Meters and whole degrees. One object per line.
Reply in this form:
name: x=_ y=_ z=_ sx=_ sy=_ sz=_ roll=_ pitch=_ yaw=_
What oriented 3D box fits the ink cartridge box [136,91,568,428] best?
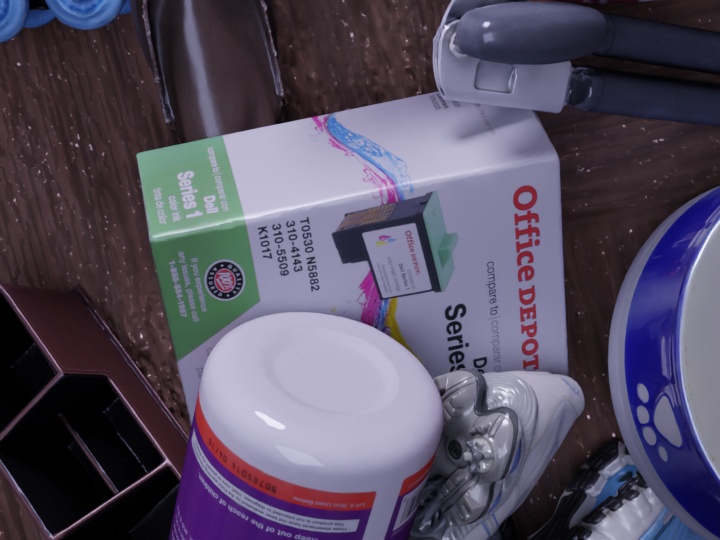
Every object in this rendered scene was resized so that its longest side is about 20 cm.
ink cartridge box: x=0.000 y=0.000 z=0.758 sx=0.199 sy=0.084 sz=0.145 roll=-12 pitch=126 yaw=-6

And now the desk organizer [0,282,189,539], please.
desk organizer: x=-0.146 y=0.102 z=0.825 sx=0.072 sy=0.077 sz=0.200 roll=-45 pitch=70 yaw=14

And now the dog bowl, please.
dog bowl: x=0.229 y=0.046 z=0.735 sx=0.199 sy=0.079 sz=0.201 roll=2 pitch=83 yaw=-14

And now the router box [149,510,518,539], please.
router box: x=-0.004 y=0.187 z=0.865 sx=0.199 sy=0.052 sz=0.158 roll=-13 pitch=99 yaw=13

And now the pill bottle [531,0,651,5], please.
pill bottle: x=0.156 y=-0.189 z=0.725 sx=0.199 sy=0.114 sz=0.115 roll=-2 pitch=101 yaw=11

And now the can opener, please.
can opener: x=0.126 y=-0.098 z=0.723 sx=0.199 sy=0.067 sz=0.054 roll=3 pitch=103 yaw=-29

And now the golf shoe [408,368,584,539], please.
golf shoe: x=0.050 y=0.125 z=0.779 sx=0.078 sy=0.097 sz=0.200 roll=57 pitch=134 yaw=24

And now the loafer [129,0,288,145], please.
loafer: x=-0.066 y=-0.086 z=0.781 sx=0.073 sy=0.071 sz=0.201 roll=-18 pitch=121 yaw=-7

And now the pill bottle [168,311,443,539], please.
pill bottle: x=-0.035 y=0.127 z=0.715 sx=0.112 sy=0.113 sz=0.201 roll=19 pitch=121 yaw=6

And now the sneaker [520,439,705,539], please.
sneaker: x=0.121 y=0.181 z=0.797 sx=0.200 sy=0.078 sz=0.090 roll=-40 pitch=110 yaw=-20

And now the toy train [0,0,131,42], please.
toy train: x=-0.196 y=-0.183 z=0.800 sx=0.199 sy=0.087 sz=0.115 roll=-6 pitch=107 yaw=12
